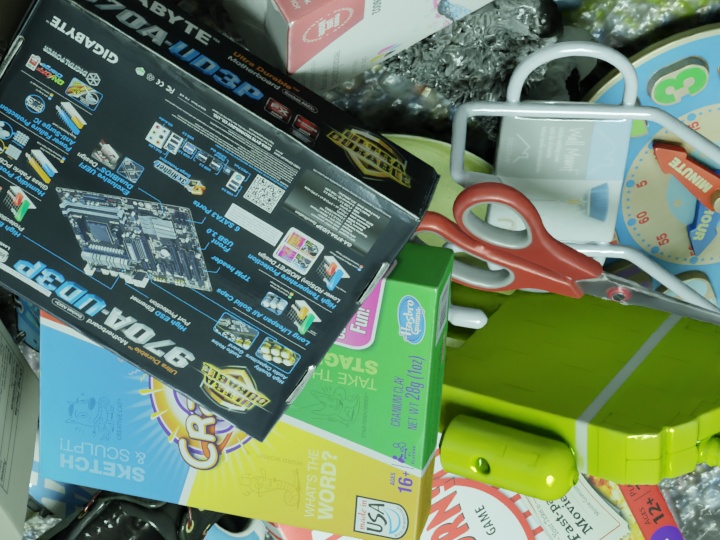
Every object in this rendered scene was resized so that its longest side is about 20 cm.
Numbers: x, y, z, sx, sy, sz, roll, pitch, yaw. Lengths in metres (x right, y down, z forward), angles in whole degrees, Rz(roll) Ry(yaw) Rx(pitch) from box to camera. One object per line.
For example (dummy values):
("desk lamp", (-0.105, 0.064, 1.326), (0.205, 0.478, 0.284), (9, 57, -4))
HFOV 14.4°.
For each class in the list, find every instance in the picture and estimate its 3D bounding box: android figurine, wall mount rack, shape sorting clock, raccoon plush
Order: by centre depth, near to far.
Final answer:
("wall mount rack", (0.127, -0.023, 1.418), (0.172, 0.075, 0.201), (3, 144, -1))
("raccoon plush", (0.025, -0.110, 1.436), (0.198, 0.097, 0.135), (0, 136, -1))
("android figurine", (0.116, 0.058, 1.472), (0.199, 0.182, 0.041), (15, 124, 24))
("shape sorting clock", (0.192, -0.046, 1.542), (0.198, 0.039, 0.201), (-6, 129, -7))

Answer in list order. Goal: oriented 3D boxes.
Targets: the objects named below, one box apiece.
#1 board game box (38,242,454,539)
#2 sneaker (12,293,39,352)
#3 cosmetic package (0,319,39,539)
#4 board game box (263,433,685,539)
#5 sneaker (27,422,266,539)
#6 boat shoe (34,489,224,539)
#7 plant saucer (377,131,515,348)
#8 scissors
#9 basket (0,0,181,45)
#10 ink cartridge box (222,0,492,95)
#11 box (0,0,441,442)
("board game box", (-0.059, 0.048, 1.405), (0.199, 0.040, 0.154), (9, 120, 10))
("sneaker", (-0.165, 0.009, 1.488), (0.090, 0.079, 0.200), (-26, 118, 41))
("cosmetic package", (-0.231, 0.047, 1.439), (0.071, 0.106, 0.200), (-7, 141, 13))
("board game box", (0.065, 0.148, 1.565), (0.199, 0.046, 0.152), (-31, 102, -10))
("sneaker", (-0.140, 0.116, 1.593), (0.199, 0.072, 0.073), (30, 90, -26))
("boat shoe", (-0.108, 0.129, 1.536), (0.201, 0.063, 0.074), (-45, 114, -3))
("plant saucer", (0.000, 0.000, 1.546), (0.198, 0.031, 0.201), (-5, 129, -6))
("scissors", (0.112, 0.008, 1.399), (0.199, 0.014, 0.073), (25, 138, -25))
("basket", (-0.102, -0.200, 1.306), (0.180, 0.136, 0.200), (28, 122, -29))
("ink cartridge box", (0.037, -0.163, 1.307), (0.199, 0.068, 0.117), (-30, 167, -10))
("box", (-0.087, -0.032, 1.307), (0.199, 0.046, 0.159), (31, 125, -6))
